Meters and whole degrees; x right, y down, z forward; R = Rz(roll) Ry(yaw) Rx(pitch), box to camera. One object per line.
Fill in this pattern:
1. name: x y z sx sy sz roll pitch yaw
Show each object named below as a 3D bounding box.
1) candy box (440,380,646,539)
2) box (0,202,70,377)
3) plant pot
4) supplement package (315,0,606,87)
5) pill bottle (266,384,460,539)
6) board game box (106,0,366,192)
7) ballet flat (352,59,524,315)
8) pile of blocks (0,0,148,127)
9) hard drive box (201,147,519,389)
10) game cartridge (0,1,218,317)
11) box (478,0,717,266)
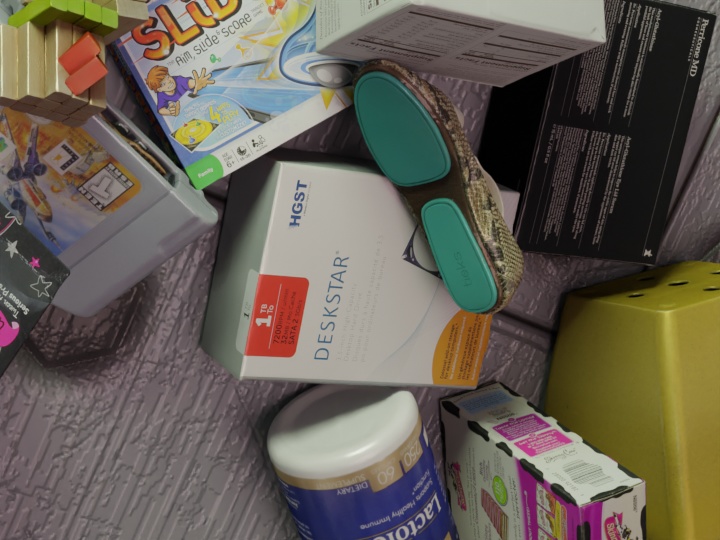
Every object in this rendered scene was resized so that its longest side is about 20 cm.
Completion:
1. candy box: 0.138 0.186 1.114 0.061 0.200 0.137 -16 115 -23
2. box: -0.296 -0.017 0.833 0.200 0.132 0.115 49 55 -31
3. plant pot: 0.266 0.094 1.169 0.200 0.200 0.177 -14 102 -24
4. supplement package: 0.061 -0.237 0.939 0.155 0.111 0.201 5 78 -32
5. pill bottle: 0.011 0.189 1.096 0.116 0.116 0.200 -28 118 -18
6. board game box: -0.060 -0.157 0.966 0.200 0.034 0.136 -32 100 -16
7. ballet flat: 0.058 -0.065 0.990 0.075 0.068 0.200 -50 119 -45
8. pile of blocks: -0.154 -0.176 0.854 0.082 0.062 0.200 39 50 -31
9. hard drive box: 0.000 0.000 1.050 0.200 0.077 0.156 4 104 -30
10. game cartridge: -0.203 -0.061 0.904 0.133 0.042 0.200 -37 117 17
11. box: 0.174 -0.113 1.108 0.141 0.079 0.200 6 103 -27
